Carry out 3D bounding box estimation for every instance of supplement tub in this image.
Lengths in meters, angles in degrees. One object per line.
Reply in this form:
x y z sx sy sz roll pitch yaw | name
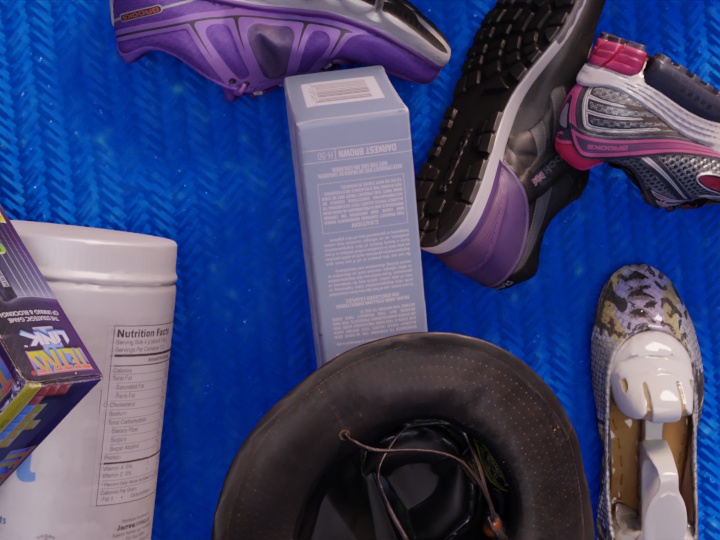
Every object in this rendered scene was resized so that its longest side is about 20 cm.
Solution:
-0.173 0.077 0.732 0.130 0.132 0.203 5 93 -4 | supplement tub

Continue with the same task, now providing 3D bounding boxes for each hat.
0.015 0.125 0.674 0.198 0.081 0.203 -1 94 -14 | hat

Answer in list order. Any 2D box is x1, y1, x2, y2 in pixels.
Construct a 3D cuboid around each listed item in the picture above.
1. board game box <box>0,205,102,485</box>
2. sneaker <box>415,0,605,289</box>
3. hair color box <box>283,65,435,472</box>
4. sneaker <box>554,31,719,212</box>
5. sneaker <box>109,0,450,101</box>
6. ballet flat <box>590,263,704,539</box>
-0.241 0.050 0.665 0.200 0.057 0.166 -43 71 23 | board game box
0.102 -0.087 0.780 0.087 0.075 0.202 31 84 -33 | sneaker
0.000 0.000 0.725 0.060 0.099 0.202 -7 112 -4 | hair color box
0.198 -0.061 0.763 0.198 0.081 0.075 27 100 -19 | sneaker
-0.046 -0.134 0.766 0.197 0.081 0.084 11 110 3 | sneaker
0.175 0.098 0.785 0.071 0.072 0.203 -1 93 -3 | ballet flat
